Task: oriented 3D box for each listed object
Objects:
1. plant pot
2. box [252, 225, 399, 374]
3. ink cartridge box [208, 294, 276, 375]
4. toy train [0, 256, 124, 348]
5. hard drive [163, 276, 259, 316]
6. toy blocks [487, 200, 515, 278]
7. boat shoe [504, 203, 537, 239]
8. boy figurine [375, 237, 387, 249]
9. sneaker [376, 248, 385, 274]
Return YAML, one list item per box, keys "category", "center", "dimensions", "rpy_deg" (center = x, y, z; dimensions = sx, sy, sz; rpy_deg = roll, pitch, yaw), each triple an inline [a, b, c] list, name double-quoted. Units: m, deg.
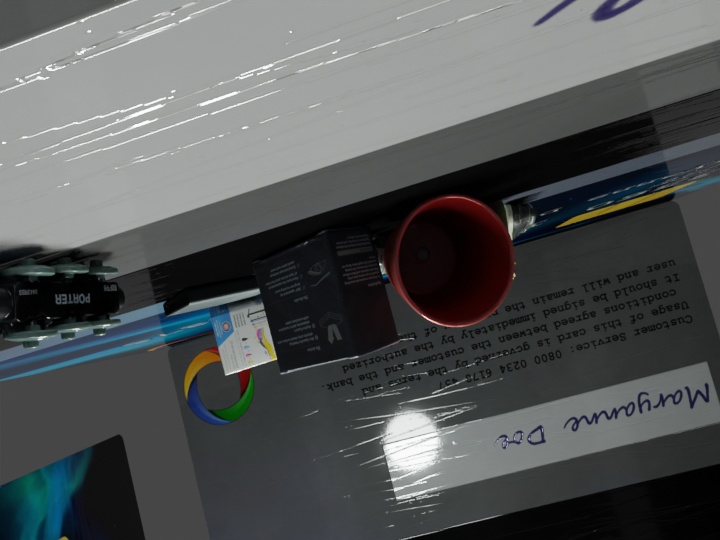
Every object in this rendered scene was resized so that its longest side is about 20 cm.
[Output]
- category: "plant pot"
  center: [0.125, -0.020, 0.932]
  dimensions: [0.196, 0.205, 0.177]
  rpy_deg: [-14, -174, -11]
- category: "box"
  center: [-0.061, 0.052, 0.962]
  dimensions: [0.194, 0.204, 0.116]
  rpy_deg: [-18, 175, 41]
- category: "ink cartridge box"
  center: [-0.248, 0.129, 1.354]
  dimensions: [0.196, 0.150, 0.144]
  rpy_deg: [-15, -164, -15]
- category: "toy train"
  center: [-0.336, 0.032, 0.591]
  dimensions: [0.111, 0.087, 0.200]
  rpy_deg: [-4, 179, 9]
- category: "hard drive"
  center: [-0.298, 0.051, 1.197]
  dimensions: [0.197, 0.034, 0.138]
  rpy_deg: [-12, 174, -41]
- category: "toy blocks"
  center: [0.216, -0.046, 1.086]
  dimensions: [0.134, 0.203, 0.100]
  rpy_deg: [-15, 135, 22]
- category: "boat shoe"
  center: [0.354, -0.110, 1.267]
  dimensions: [0.066, 0.074, 0.200]
  rpy_deg: [-12, 174, 10]
- category: "boy figurine"
  center: [0.052, -0.033, 1.198]
  dimensions: [0.122, 0.065, 0.200]
  rpy_deg: [-25, 175, -9]
- category: "sneaker"
  center: [-0.043, -0.021, 1.093]
  dimensions: [0.197, 0.079, 0.090]
  rpy_deg: [-14, 153, 41]
